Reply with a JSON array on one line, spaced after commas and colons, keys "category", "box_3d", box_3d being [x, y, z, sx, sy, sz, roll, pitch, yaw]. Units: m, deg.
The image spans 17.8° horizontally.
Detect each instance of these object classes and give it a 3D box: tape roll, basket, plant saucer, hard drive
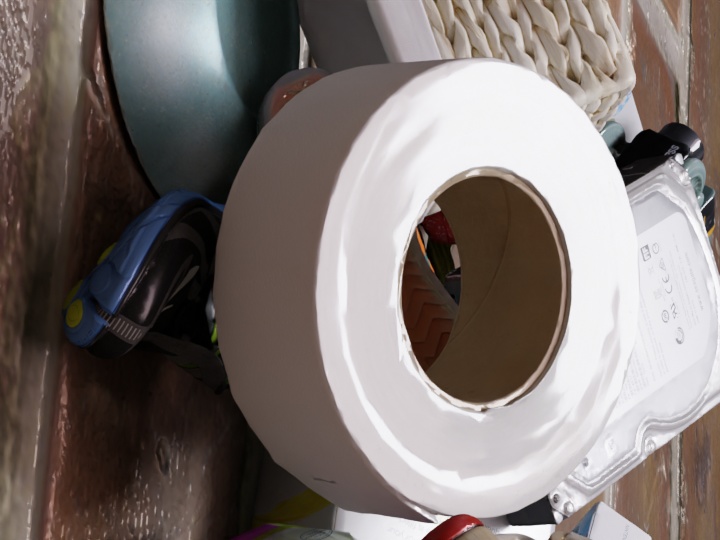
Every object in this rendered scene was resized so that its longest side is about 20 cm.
[{"category": "tape roll", "box_3d": [0.032, 0.008, 1.019, 0.202, 0.071, 0.204, -2, 93, -42]}, {"category": "basket", "box_3d": [0.042, -0.142, 1.173, 0.136, 0.123, 0.201, 123, -53, -72]}, {"category": "plant saucer", "box_3d": [-0.066, -0.123, 1.130, 0.201, 0.038, 0.202, -3, 90, -71]}, {"category": "hard drive", "box_3d": [0.128, 0.033, 1.227, 0.200, 0.038, 0.140, -28, 104, -45]}]

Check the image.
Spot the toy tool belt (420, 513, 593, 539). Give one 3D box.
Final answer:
[{"category": "toy tool belt", "box_3d": [0.083, 0.183, 1.021, 0.125, 0.123, 0.200, -42, 158, -7]}]

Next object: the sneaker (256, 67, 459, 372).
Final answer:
[{"category": "sneaker", "box_3d": [0.000, 0.000, 1.128, 0.201, 0.071, 0.080, 65, -17, 0]}]

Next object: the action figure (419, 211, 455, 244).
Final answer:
[{"category": "action figure", "box_3d": [0.044, -0.070, 1.282, 0.200, 0.065, 0.052, -115, -168, -49]}]

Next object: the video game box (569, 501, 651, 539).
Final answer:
[{"category": "video game box", "box_3d": [0.080, 0.250, 1.287, 0.200, 0.047, 0.182, -53, -173, 29]}]

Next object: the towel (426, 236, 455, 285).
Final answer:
[{"category": "towel", "box_3d": [0.057, 0.048, 1.355, 0.200, 0.018, 0.086, 87, -15, -71]}]

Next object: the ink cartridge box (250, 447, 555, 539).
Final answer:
[{"category": "ink cartridge box", "box_3d": [0.022, 0.134, 1.192, 0.145, 0.083, 0.201, 28, 55, -30]}]

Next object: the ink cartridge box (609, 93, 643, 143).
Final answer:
[{"category": "ink cartridge box", "box_3d": [0.095, -0.125, 1.415, 0.145, 0.084, 0.200, 48, -14, 42]}]

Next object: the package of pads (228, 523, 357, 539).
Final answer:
[{"category": "package of pads", "box_3d": [-0.052, 0.224, 1.025, 0.154, 0.068, 0.201, -17, 104, -51]}]

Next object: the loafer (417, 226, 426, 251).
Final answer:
[{"category": "loafer", "box_3d": [0.009, 0.024, 1.302, 0.070, 0.070, 0.201, -140, -148, -66]}]

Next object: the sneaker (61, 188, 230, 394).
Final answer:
[{"category": "sneaker", "box_3d": [-0.067, 0.013, 1.030, 0.083, 0.071, 0.200, 48, 14, 11]}]

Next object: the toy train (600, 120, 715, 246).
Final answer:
[{"category": "toy train", "box_3d": [0.139, 0.000, 1.353, 0.200, 0.085, 0.114, -46, 147, -29]}]
